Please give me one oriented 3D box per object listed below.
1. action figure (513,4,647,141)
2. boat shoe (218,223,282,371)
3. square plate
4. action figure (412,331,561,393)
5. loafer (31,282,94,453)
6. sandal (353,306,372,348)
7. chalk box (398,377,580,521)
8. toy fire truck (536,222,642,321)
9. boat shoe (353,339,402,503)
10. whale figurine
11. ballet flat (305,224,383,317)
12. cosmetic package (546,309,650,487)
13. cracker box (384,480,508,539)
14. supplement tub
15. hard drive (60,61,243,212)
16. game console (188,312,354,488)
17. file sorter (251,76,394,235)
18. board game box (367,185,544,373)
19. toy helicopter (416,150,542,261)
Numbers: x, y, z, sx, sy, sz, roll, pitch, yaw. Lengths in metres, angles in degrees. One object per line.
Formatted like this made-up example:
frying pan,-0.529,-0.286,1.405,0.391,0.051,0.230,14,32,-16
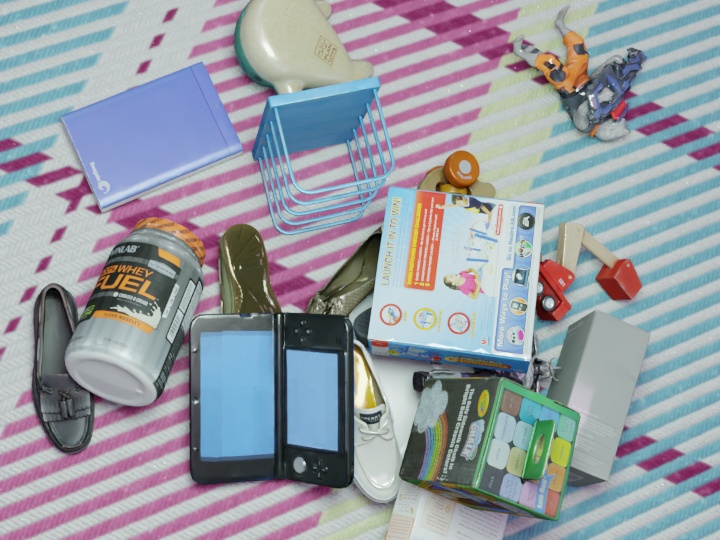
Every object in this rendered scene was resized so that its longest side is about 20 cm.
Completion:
action figure,0.313,-0.266,1.602,0.199,0.104,0.195,-35,90,-44
boat shoe,-0.143,0.047,1.438,0.072,0.063,0.205,-9,83,-24
square plate,0.030,0.147,1.451,0.198,0.028,0.200,45,72,3
action figure,0.162,0.123,1.436,0.196,0.069,0.133,3,69,-16
loafer,-0.358,0.114,1.369,0.070,0.063,0.204,-8,76,-13
sandal,0.084,0.046,1.450,0.197,0.043,0.076,-23,36,-7
chalk box,0.156,0.197,1.276,0.123,0.199,0.127,25,74,-27
toy fire truck,0.262,-0.013,1.498,0.141,0.049,0.201,-43,104,-17
boat shoe,0.008,0.179,1.384,0.070,0.070,0.204,-11,82,-12
whale figurine,-0.079,-0.282,1.525,0.198,0.103,0.162,27,69,-28
ballet flat,0.000,0.000,1.463,0.067,0.047,0.200,30,66,37
cosmetic package,0.286,0.163,1.455,0.089,0.107,0.203,20,71,-5
cracker box,0.115,0.274,1.395,0.133,0.057,0.203,28,69,-27
supplement tub,-0.259,0.046,1.363,0.121,0.123,0.203,20,57,-4
hard drive,-0.267,-0.174,1.484,0.197,0.025,0.134,-24,81,-16
game console,-0.104,0.153,1.352,0.117,0.169,0.204,-2,92,-49
file sorter,-0.046,-0.135,1.425,0.136,0.200,0.125,-13,80,-13
board game box,0.116,0.010,1.390,0.192,0.056,0.204,7,69,6
toy helicopter,0.153,-0.051,1.507,0.199,0.079,0.134,35,64,-13
